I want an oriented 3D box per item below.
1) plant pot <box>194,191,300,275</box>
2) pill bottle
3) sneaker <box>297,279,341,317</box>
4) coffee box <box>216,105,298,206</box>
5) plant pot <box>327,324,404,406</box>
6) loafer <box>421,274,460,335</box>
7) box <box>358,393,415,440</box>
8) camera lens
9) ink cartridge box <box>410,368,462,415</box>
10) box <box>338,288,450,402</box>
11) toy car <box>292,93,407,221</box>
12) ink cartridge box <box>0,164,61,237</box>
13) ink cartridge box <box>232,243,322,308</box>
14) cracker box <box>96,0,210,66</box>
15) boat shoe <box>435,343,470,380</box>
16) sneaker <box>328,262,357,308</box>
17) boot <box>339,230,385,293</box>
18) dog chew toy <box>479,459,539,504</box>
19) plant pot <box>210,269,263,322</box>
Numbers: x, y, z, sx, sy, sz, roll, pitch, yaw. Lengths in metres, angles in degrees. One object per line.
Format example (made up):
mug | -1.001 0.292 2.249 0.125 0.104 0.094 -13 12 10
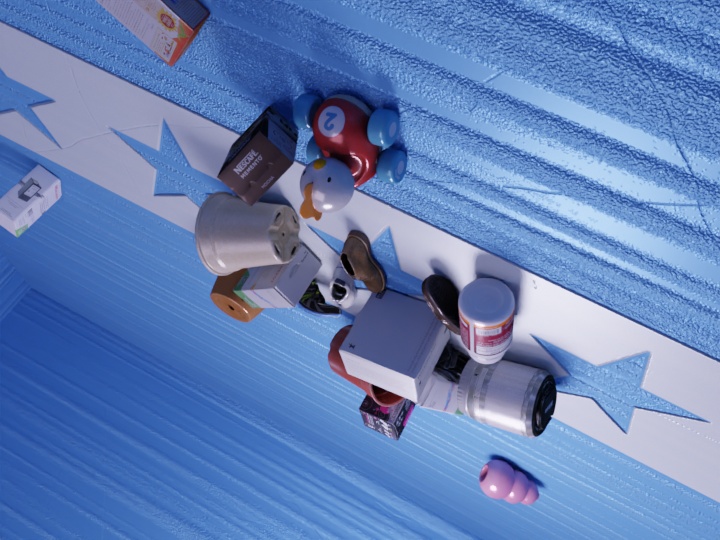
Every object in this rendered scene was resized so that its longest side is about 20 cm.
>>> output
plant pot | -0.248 -0.085 1.498 0.183 0.201 0.201 2 142 25
pill bottle | 0.266 0.114 1.359 0.113 0.113 0.200 19 150 22
sneaker | -0.133 0.066 1.711 0.200 0.083 0.071 30 -175 23
coffee box | -0.179 -0.211 1.154 0.113 0.200 0.080 -42 112 16
plant pot | 0.027 0.241 1.748 0.195 0.201 0.201 16 150 43
loafer | 0.184 0.085 1.435 0.071 0.073 0.200 1 140 44
box | 0.093 0.357 1.844 0.115 0.200 0.132 18 150 22
camera lens | 0.350 0.296 1.523 0.200 0.160 0.160 11 147 34
ink cartridge box | 0.179 0.293 1.662 0.145 0.084 0.200 31 -175 43
box | 0.086 0.174 1.546 0.200 0.199 0.131 19 151 22
toy car | -0.049 -0.177 1.099 0.184 0.200 0.177 17 150 25
ink cartridge box | -1.065 -0.223 2.065 0.084 0.200 0.145 38 152 -8
ink cartridge box | -0.214 0.017 1.651 0.200 0.145 0.088 -7 135 50
cracker box | -0.371 -0.466 1.104 0.200 0.058 0.134 40 151 -19
boat shoe | 0.222 0.224 1.635 0.200 0.075 0.062 31 148 -10
sneaker | -0.052 0.051 1.623 0.073 0.071 0.200 25 152 13
boot | 0.000 0.000 1.484 0.074 0.076 0.200 12 148 30
dog chew toy | 0.493 0.704 2.111 0.200 0.125 0.125 25 153 -5
plant pot | -0.336 0.053 1.845 0.200 0.140 0.200 25 152 14
